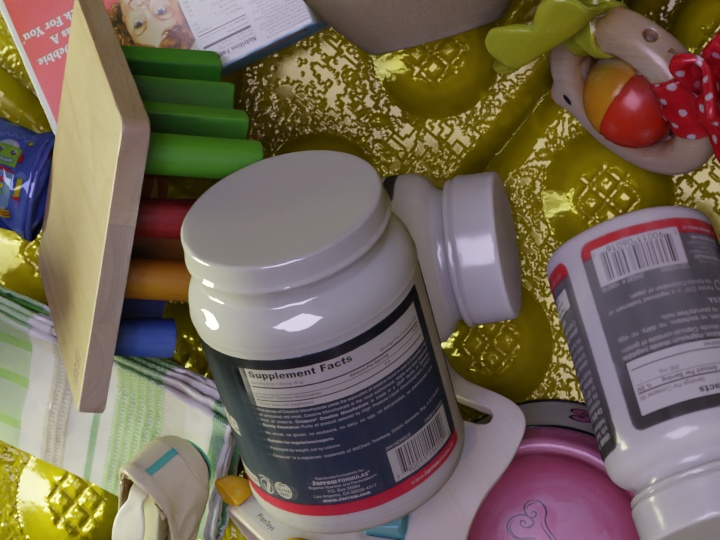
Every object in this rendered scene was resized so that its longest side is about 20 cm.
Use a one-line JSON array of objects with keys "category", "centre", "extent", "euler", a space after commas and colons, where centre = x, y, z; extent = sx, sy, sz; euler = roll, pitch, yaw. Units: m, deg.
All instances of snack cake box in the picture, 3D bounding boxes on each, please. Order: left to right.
[{"category": "snack cake box", "centre": [-0.133, -0.177, 1.556], "extent": [0.199, 0.067, 0.116], "euler": [-24, 91, 12]}]

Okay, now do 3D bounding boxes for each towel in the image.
[{"category": "towel", "centre": [-0.176, 0.103, 1.562], "extent": [0.199, 0.031, 0.150], "euler": [23, 134, 10]}]

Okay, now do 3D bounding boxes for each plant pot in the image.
[{"category": "plant pot", "centre": [0.032, -0.215, 1.461], "extent": [0.199, 0.200, 0.135], "euler": [-15, 100, 12]}]

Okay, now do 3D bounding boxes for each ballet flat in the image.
[{"category": "ballet flat", "centre": [-0.146, 0.199, 1.544], "extent": [0.069, 0.070, 0.201], "euler": [16, 125, 10]}]

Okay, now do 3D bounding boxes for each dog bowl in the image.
[{"category": "dog bowl", "centre": [0.125, 0.190, 1.524], "extent": [0.199, 0.074, 0.202], "euler": [1, 94, 11]}]

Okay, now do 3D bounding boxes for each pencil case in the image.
[{"category": "pencil case", "centre": [-0.302, -0.082, 1.591], "extent": [0.199, 0.087, 0.078], "euler": [17, 71, 9]}]

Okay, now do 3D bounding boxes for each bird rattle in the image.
[{"category": "bird rattle", "centre": [0.185, -0.124, 1.456], "extent": [0.199, 0.163, 0.113], "euler": [29, 67, 13]}]

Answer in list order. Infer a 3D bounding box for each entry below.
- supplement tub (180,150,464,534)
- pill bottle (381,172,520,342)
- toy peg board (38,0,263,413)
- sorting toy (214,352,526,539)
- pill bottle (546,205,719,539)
[{"category": "supplement tub", "centre": [-0.023, 0.044, 1.378], "extent": [0.139, 0.141, 0.201], "euler": [-9, 123, 12]}, {"category": "pill bottle", "centre": [0.000, 0.000, 1.509], "extent": [0.199, 0.114, 0.115], "euler": [-9, 92, 12]}, {"category": "toy peg board", "centre": [-0.135, -0.043, 1.464], "extent": [0.097, 0.200, 0.200], "euler": [3, 117, -17]}, {"category": "sorting toy", "centre": [0.016, 0.134, 1.494], "extent": [0.180, 0.200, 0.107], "euler": [-43, 124, -9]}, {"category": "pill bottle", "centre": [0.197, 0.071, 1.451], "extent": [0.113, 0.114, 0.201], "euler": [-20, 69, 12]}]
